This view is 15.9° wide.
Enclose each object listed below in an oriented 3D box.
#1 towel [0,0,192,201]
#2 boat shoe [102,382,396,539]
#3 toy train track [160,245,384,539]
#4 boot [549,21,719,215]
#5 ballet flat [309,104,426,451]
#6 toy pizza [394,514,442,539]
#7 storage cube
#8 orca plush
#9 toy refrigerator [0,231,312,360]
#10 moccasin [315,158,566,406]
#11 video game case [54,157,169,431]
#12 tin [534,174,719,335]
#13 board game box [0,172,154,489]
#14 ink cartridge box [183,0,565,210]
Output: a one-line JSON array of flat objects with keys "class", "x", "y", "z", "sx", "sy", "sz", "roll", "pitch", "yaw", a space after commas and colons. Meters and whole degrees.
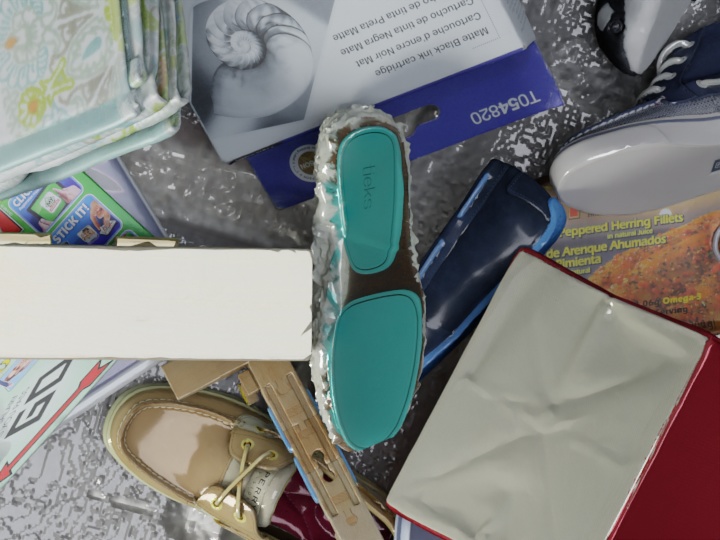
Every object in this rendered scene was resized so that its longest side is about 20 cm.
[{"class": "towel", "x": -0.173, "y": -0.136, "z": 1.396, "sx": 0.048, "sy": 0.199, "sz": 0.172, "roll": 7, "pitch": 71, "yaw": -48}, {"class": "boat shoe", "x": -0.057, "y": 0.125, "z": 1.537, "sx": 0.199, "sy": 0.066, "sz": 0.074, "roll": 23, "pitch": 91, "yaw": -17}, {"class": "toy train track", "x": -0.042, "y": 0.080, "z": 1.507, "sx": 0.114, "sy": 0.033, "sz": 0.201, "roll": -26, "pitch": 76, "yaw": -9}, {"class": "boot", "x": 0.192, "y": -0.096, "z": 1.558, "sx": 0.199, "sy": 0.073, "sz": 0.091, "roll": -9, "pitch": 57, "yaw": -23}, {"class": "ballet flat", "x": 0.000, "y": 0.000, "z": 1.469, "sx": 0.071, "sy": 0.072, "sz": 0.201, "roll": -2, "pitch": 106, "yaw": -14}, {"class": "toy pizza", "x": 0.091, "y": 0.142, "z": 1.572, "sx": 0.199, "sy": 0.032, "sz": 0.201, "roll": -12, "pitch": 110, "yaw": -38}, {"class": "storage cube", "x": 0.157, "y": 0.114, "z": 1.478, "sx": 0.179, "sy": 0.171, "sz": 0.201, "roll": 28, "pitch": 90, "yaw": -41}, {"class": "orca plush", "x": 0.178, "y": -0.222, "z": 1.547, "sx": 0.071, "sy": 0.105, "sz": 0.201, "roll": 29, "pitch": 119, "yaw": 21}, {"class": "toy refrigerator", "x": -0.131, "y": 0.014, "z": 1.440, "sx": 0.199, "sy": 0.076, "sz": 0.070, "roll": 0, "pitch": 91, "yaw": -12}, {"class": "moccasin", "x": 0.037, "y": 0.017, "z": 1.540, "sx": 0.068, "sy": 0.080, "sz": 0.200, "roll": 45, "pitch": 96, "yaw": 6}, {"class": "video game case", "x": -0.211, "y": 0.008, "z": 1.504, "sx": 0.199, "sy": 0.023, "sz": 0.183, "roll": -33, "pitch": 105, "yaw": -8}, {"class": "tin", "x": 0.172, "y": -0.012, "z": 1.594, "sx": 0.199, "sy": 0.042, "sz": 0.113, "roll": -7, "pitch": 103, "yaw": -14}, {"class": "board game box", "x": -0.211, "y": 0.030, "z": 1.481, "sx": 0.135, "sy": 0.029, "sz": 0.200, "roll": 43, "pitch": 87, "yaw": -17}, {"class": "ink cartridge box", "x": -0.011, "y": -0.136, "z": 1.462, "sx": 0.199, "sy": 0.041, "sz": 0.201, "roll": -21, "pitch": 116, "yaw": 20}]
